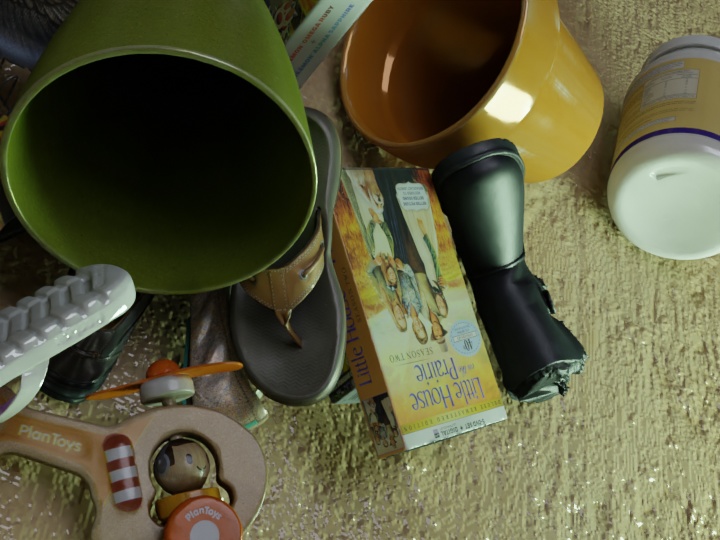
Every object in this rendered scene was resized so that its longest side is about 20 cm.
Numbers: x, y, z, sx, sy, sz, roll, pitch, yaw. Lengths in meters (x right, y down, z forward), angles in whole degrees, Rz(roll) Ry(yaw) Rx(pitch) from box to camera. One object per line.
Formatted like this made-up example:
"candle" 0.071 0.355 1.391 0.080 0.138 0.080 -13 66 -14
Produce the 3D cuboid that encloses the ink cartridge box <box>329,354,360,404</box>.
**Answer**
"ink cartridge box" 0.000 0.000 1.054 0.108 0.050 0.202 -2 62 -40

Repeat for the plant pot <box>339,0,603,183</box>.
"plant pot" 0.113 -0.167 1.182 0.182 0.199 0.202 25 45 -44

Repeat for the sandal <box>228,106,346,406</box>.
"sandal" -0.047 -0.014 0.886 0.081 0.055 0.203 4 81 10

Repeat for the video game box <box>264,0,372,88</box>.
"video game box" -0.065 -0.246 1.083 0.046 0.182 0.202 7 56 -30

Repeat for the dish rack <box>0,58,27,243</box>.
"dish rack" -0.284 -0.108 0.899 0.153 0.055 0.201 -29 81 -46

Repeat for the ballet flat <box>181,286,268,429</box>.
"ballet flat" -0.091 0.023 0.947 0.066 0.068 0.202 -9 66 7

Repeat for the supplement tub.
"supplement tub" 0.326 -0.126 1.341 0.145 0.145 0.201 34 45 -14

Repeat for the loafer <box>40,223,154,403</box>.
"loafer" -0.161 -0.005 0.911 0.072 0.072 0.202 28 46 -19

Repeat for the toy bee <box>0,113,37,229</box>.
"toy bee" -0.251 -0.010 0.795 0.201 0.108 0.131 -61 145 -15

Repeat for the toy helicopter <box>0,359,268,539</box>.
"toy helicopter" -0.152 0.105 0.829 0.198 0.079 0.134 18 72 -9

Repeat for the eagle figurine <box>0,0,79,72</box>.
"eagle figurine" -0.233 -0.219 0.915 0.149 0.200 0.154 16 85 15

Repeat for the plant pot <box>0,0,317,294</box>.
"plant pot" -0.120 -0.123 0.859 0.186 0.187 0.202 24 39 -24

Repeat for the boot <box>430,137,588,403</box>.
"boot" 0.122 0.007 1.068 0.076 0.201 0.170 -21 67 -2

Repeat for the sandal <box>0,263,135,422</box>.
"sandal" -0.214 0.065 0.783 0.201 0.082 0.050 -30 117 -16

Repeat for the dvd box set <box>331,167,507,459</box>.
"dvd box set" 0.032 0.024 0.970 0.146 0.029 0.202 -4 75 -55
